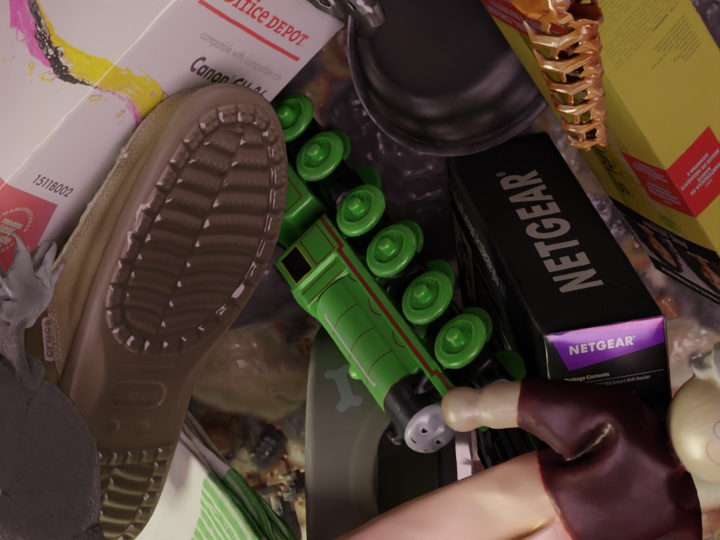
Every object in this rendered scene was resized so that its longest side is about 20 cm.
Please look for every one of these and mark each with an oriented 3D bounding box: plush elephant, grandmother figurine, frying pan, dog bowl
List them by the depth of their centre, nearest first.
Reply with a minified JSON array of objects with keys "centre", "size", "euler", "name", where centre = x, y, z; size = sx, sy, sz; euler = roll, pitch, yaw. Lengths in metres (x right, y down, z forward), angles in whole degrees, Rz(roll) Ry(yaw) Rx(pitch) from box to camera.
[{"centre":[0.076,0.088,0.989],"size":[0.199,0.061,0.121],"euler":[-31,120,11],"name":"grandmother figurine"},{"centre":[-0.175,0.095,0.994],"size":[0.164,0.201,0.154],"euler":[29,138,-33],"name":"plush elephant"},{"centre":[0.010,-0.105,1.076],"size":[0.189,0.031,0.116],"euler":[6,107,-33],"name":"frying pan"},{"centre":[0.015,0.109,1.132],"size":[0.058,0.200,0.201],"euler":[-3,114,6],"name":"dog bowl"}]

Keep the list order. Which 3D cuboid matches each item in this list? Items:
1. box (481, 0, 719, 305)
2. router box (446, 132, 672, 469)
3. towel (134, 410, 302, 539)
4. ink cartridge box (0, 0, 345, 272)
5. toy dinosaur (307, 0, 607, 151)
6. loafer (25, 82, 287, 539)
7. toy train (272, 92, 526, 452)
[{"centre":[0.118,-0.063,1.108],"size":[0.050,0.075,0.200],"euler":[-46,133,-10],"name":"box"},{"centre":[0.081,0.050,1.112],"size":[0.051,0.200,0.150],"euler":[-10,114,-6],"name":"router box"},{"centre":[-0.098,0.126,1.112],"size":[0.023,0.200,0.153],"euler":[14,110,-41],"name":"towel"},{"centre":[-0.086,-0.087,1.063],"size":[0.200,0.068,0.116],"euler":[-47,158,9],"name":"ink cartridge box"},{"centre":[0.032,-0.134,0.970],"size":[0.102,0.135,0.201],"euler":[-14,95,-37],"name":"toy dinosaur"},{"centre":[-0.093,0.013,1.064],"size":[0.075,0.068,0.201],"euler":[10,110,-43],"name":"loafer"},{"centre":[0.000,0.000,1.080],"size":[0.056,0.200,0.042],"euler":[-43,133,6],"name":"toy train"}]
